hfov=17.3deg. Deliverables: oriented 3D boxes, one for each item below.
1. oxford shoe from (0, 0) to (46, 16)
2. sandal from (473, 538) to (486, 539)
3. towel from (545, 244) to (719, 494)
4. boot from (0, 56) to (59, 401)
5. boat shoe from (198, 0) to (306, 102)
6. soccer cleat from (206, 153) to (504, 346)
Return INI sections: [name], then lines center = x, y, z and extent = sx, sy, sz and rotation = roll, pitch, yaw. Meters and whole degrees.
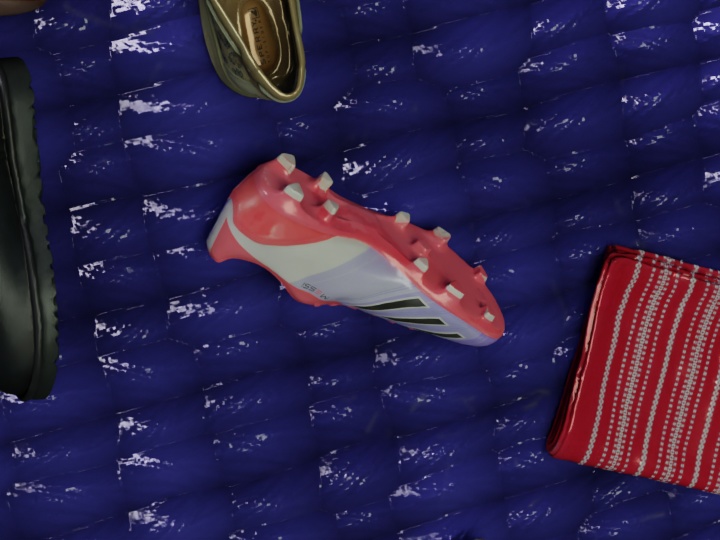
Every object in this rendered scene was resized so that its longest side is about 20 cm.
[oxford shoe]
center = -0.263, -0.155, 1.295
extent = 0.199, 0.071, 0.073
rotation = 0, 135, -28
[sandal]
center = 0.019, 0.251, 1.488
extent = 0.054, 0.080, 0.201
rotation = 35, 92, -3
[towel]
center = 0.224, 0.072, 1.550
extent = 0.199, 0.022, 0.146
rotation = 13, 97, -24
[boot]
center = -0.259, -0.017, 1.308
extent = 0.167, 0.076, 0.202
rotation = -9, 99, -22
[boat shoe]
center = -0.072, -0.193, 1.351
extent = 0.073, 0.063, 0.201
rotation = -25, 109, -14
[soccer cleat]
center = 0.000, 0.000, 1.432
extent = 0.199, 0.067, 0.076
rotation = 29, 121, -30
